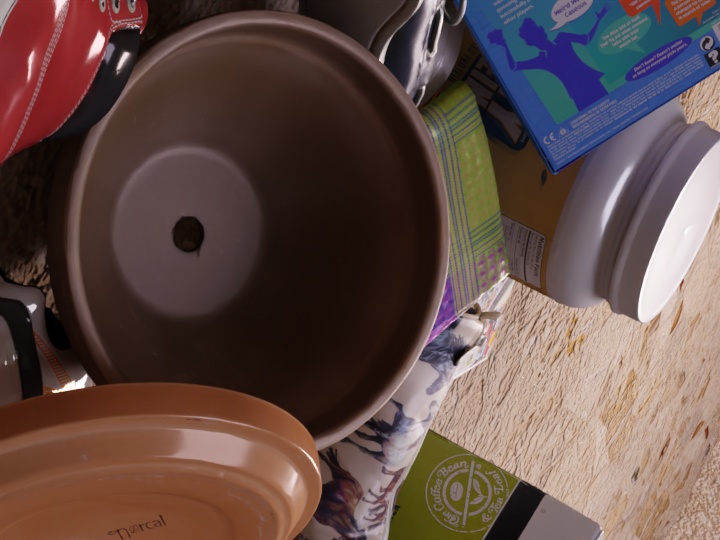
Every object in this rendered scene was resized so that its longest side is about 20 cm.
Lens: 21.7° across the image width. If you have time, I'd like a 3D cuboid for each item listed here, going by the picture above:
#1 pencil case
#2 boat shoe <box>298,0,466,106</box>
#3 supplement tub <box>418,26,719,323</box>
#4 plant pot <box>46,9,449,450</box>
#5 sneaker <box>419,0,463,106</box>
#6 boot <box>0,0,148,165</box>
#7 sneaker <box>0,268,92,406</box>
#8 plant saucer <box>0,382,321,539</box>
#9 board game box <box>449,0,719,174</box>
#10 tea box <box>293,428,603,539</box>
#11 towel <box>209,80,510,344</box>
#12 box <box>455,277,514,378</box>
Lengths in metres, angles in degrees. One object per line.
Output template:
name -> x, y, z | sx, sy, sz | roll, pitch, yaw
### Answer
pencil case -> 0.016, 0.096, 1.274 | 0.202, 0.089, 0.078 | -66, 160, 9
boat shoe -> 0.013, -0.132, 0.900 | 0.062, 0.075, 0.201 | -39, 152, -34
supplement tub -> 0.111, -0.066, 1.149 | 0.145, 0.199, 0.145 | -50, 156, -32
plant pot -> -0.064, -0.016, 0.877 | 0.199, 0.092, 0.203 | -1, 91, -33
sneaker -> -0.021, -0.078, 1.025 | 0.099, 0.075, 0.202 | 21, 94, -53
boot -> -0.119, -0.126, 0.705 | 0.144, 0.072, 0.201 | -35, 154, -53
sneaker -> -0.144, 0.068, 0.867 | 0.080, 0.073, 0.200 | -59, 160, -17
plant saucer -> -0.113, 0.111, 0.825 | 0.201, 0.198, 0.033 | 77, -1, -60
board game box -> 0.116, -0.175, 1.000 | 0.151, 0.045, 0.201 | -31, 115, 5
tea box -> 0.046, 0.243, 1.367 | 0.201, 0.195, 0.134 | -56, 159, -22
towel -> 0.000, 0.000, 1.016 | 0.199, 0.023, 0.145 | -37, 133, -27
box -> 0.090, -0.015, 1.399 | 0.110, 0.034, 0.202 | -26, 138, -59
